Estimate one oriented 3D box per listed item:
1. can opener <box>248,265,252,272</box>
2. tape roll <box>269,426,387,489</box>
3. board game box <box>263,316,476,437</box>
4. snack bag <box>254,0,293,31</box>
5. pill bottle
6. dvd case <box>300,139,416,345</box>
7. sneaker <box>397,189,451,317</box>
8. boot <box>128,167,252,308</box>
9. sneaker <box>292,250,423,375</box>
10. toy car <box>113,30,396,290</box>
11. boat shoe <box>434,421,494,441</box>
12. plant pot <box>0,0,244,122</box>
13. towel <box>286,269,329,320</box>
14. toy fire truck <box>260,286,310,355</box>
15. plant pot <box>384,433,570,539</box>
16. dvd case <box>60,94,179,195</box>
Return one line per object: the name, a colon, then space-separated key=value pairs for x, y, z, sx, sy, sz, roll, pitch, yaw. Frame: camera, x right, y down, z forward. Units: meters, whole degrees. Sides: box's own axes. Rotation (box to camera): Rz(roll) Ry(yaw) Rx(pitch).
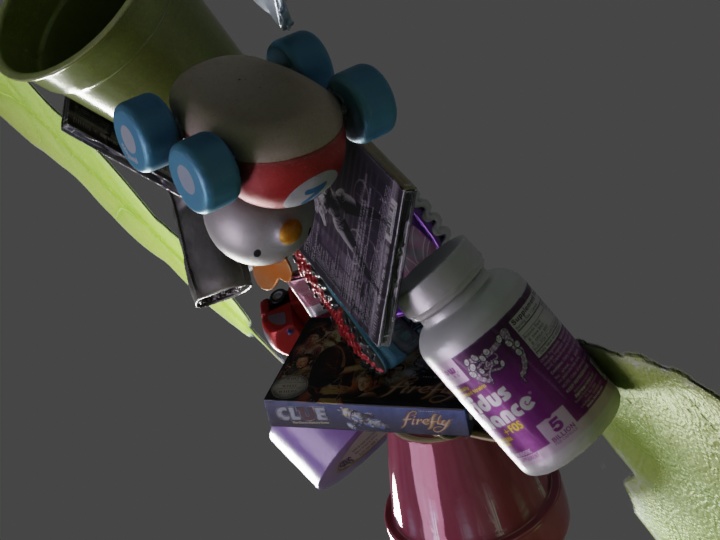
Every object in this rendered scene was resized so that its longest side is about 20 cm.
can opener: x=-0.083 y=-0.029 z=1.853 sx=0.067 sy=0.053 sz=0.200 roll=31 pitch=144 yaw=-24
tape roll: x=-0.006 y=0.154 z=2.019 sx=0.085 sy=0.200 sz=0.200 roll=45 pitch=168 yaw=13
board game box: x=0.024 y=0.099 z=1.661 sx=0.199 sy=0.136 sz=0.035 roll=1 pitch=124 yaw=20
snack bag: x=-0.125 y=-0.296 z=1.387 sx=0.200 sy=0.021 sz=0.189 roll=45 pitch=169 yaw=14
pill bottle: x=0.121 y=0.070 z=1.496 sx=0.200 sy=0.112 sz=0.112 roll=48 pitch=168 yaw=-7
dvd case: x=-0.010 y=-0.049 z=1.505 sx=0.200 sy=0.016 sz=0.149 roll=49 pitch=138 yaw=50
sneaker: x=0.046 y=-0.005 z=1.582 sx=0.200 sy=0.088 sz=0.080 roll=50 pitch=170 yaw=-7
boot: x=-0.186 y=-0.059 z=1.872 sx=0.182 sy=0.072 sz=0.201 roll=-19 pitch=91 yaw=65
sneaker: x=0.000 y=0.000 z=1.657 sx=0.200 sy=0.095 sz=0.079 roll=58 pitch=165 yaw=14
toy car: x=-0.077 y=-0.065 z=1.438 sx=0.177 sy=0.184 sz=0.200 roll=34 pitch=142 yaw=46
boat shoe: x=0.089 y=0.129 z=1.705 sx=0.199 sy=0.065 sz=0.072 roll=12 pitch=129 yaw=15
plant pot: x=-0.206 y=-0.210 z=1.629 sx=0.190 sy=0.200 sz=0.200 roll=40 pitch=176 yaw=-42
towel: x=0.033 y=0.064 z=1.736 sx=0.200 sy=0.144 sz=0.023 roll=59 pitch=-151 yaw=-22
toy fire truck: x=-0.007 y=0.049 z=1.817 sx=0.049 sy=0.200 sz=0.141 roll=56 pitch=-166 yaw=-38
plant pot: x=0.111 y=0.213 z=1.872 sx=0.200 sy=0.200 sz=0.179 roll=32 pitch=146 yaw=52
dvd case: x=-0.227 y=-0.180 z=1.734 sx=0.149 sy=0.016 sz=0.200 roll=29 pitch=-138 yaw=-32
